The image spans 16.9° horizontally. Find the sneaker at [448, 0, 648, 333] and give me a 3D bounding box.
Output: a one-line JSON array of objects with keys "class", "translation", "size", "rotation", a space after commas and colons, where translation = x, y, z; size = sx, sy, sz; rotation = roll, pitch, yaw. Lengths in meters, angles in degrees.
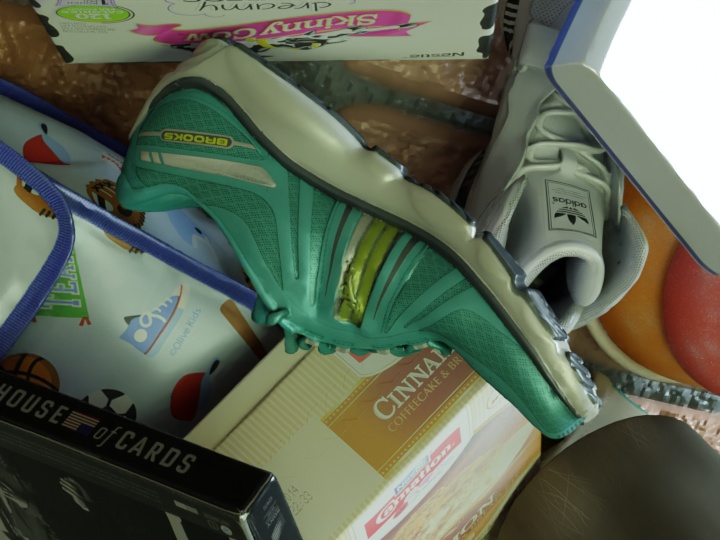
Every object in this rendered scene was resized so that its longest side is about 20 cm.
[{"class": "sneaker", "translation": [0.091, -0.057, 0.998], "size": [0.075, 0.115, 0.200], "rotation": [14, 111, -12]}]

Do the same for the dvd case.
[{"class": "dvd case", "translation": [-0.067, 0.123, 0.877], "size": [0.025, 0.150, 0.200], "rotation": [-51, 141, -30]}]

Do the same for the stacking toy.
[{"class": "stacking toy", "translation": [0.193, 0.021, 1.039], "size": [0.146, 0.200, 0.146], "rotation": [-10, 119, -19]}]

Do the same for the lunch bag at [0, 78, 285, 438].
[{"class": "lunch bag", "translation": [-0.147, 0.023, 0.936], "size": [0.200, 0.124, 0.170], "rotation": [31, 103, -30]}]

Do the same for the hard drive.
[{"class": "hard drive", "translation": [0.151, -0.117, 0.989], "size": [0.132, 0.025, 0.200], "rotation": [47, 56, -34]}]

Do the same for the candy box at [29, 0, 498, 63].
[{"class": "candy box", "translation": [-0.034, -0.129, 0.836], "size": [0.168, 0.200, 0.072], "rotation": [-1, 81, 1]}]

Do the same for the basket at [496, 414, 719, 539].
[{"class": "basket", "translation": [0.154, 0.166, 1.025], "size": [0.136, 0.200, 0.180], "rotation": [-45, 140, 7]}]

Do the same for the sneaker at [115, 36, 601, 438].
[{"class": "sneaker", "translation": [0.000, 0.000, 0.874], "size": [0.080, 0.200, 0.078], "rotation": [-53, 168, -1]}]

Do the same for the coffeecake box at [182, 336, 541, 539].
[{"class": "coffeecake box", "translation": [-0.001, 0.085, 0.984], "size": [0.154, 0.073, 0.200], "rotation": [-45, 162, -13]}]

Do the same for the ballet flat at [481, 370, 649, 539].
[{"class": "ballet flat", "translation": [0.045, 0.111, 1.110], "size": [0.200, 0.069, 0.070], "rotation": [-31, 124, -9]}]
